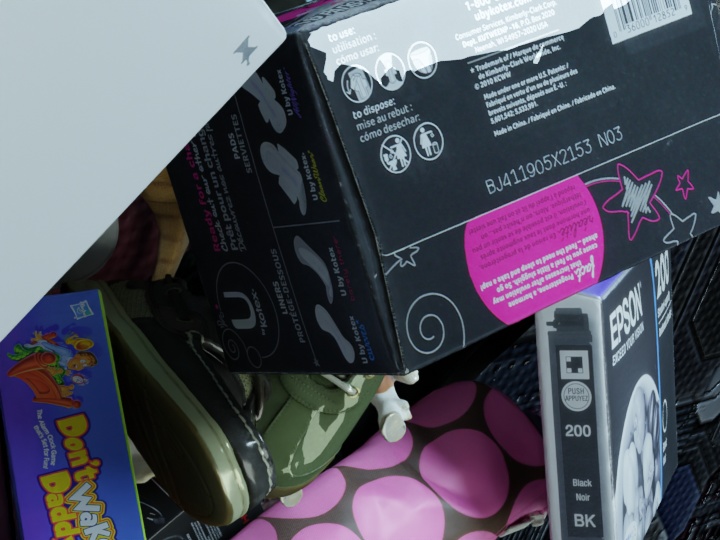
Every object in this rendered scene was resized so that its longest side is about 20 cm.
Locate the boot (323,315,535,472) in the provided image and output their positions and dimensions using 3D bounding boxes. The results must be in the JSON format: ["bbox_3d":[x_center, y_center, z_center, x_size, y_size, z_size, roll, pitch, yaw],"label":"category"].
[{"bbox_3d":[0.035,0.019,1.271,0.200,0.066,0.165,-42,155,-8],"label":"boot"}]

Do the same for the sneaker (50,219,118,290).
[{"bbox_3d":[-0.141,-0.027,0.977,0.075,0.100,0.200,-57,154,-6],"label":"sneaker"}]

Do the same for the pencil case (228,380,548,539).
[{"bbox_3d":[0.013,0.134,1.207,0.200,0.094,0.091,-33,168,-35],"label":"pencil case"}]

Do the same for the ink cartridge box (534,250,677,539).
[{"bbox_3d":[0.128,0.035,1.240,0.198,0.043,0.200,-39,125,-69],"label":"ink cartridge box"}]

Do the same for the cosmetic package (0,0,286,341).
[{"bbox_3d":[-0.172,-0.083,0.797,0.199,0.200,0.123,-48,147,-5],"label":"cosmetic package"}]

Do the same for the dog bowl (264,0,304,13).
[{"bbox_3d":[-0.035,-0.179,0.984,0.200,0.074,0.200,-31,142,-28],"label":"dog bowl"}]

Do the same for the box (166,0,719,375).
[{"bbox_3d":[0.036,-0.053,0.913,0.200,0.115,0.132,-24,101,-36],"label":"box"}]

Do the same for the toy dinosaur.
[{"bbox_3d":[-0.082,-0.048,1.083,0.106,0.060,0.200,-33,152,-15],"label":"toy dinosaur"}]

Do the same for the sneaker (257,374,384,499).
[{"bbox_3d":[0.000,0.000,1.020,0.200,0.067,0.090,-63,-170,-18],"label":"sneaker"}]

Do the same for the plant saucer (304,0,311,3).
[{"bbox_3d":[0.042,-0.173,0.980,0.201,0.039,0.201,-31,142,-28],"label":"plant saucer"}]

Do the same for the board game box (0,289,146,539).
[{"bbox_3d":[-0.114,0.118,0.954,0.045,0.135,0.200,-8,149,-10],"label":"board game box"}]

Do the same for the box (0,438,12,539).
[{"bbox_3d":[-0.229,0.105,0.952,0.176,0.097,0.200,-8,135,-11],"label":"box"}]

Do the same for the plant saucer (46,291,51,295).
[{"bbox_3d":[-0.208,0.079,1.072,0.200,0.034,0.200,-32,144,-27],"label":"plant saucer"}]

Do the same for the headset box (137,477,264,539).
[{"bbox_3d":[-0.139,0.175,1.210,0.200,0.077,0.149,-39,145,-16],"label":"headset box"}]

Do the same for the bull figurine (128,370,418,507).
[{"bbox_3d":[-0.058,0.063,1.114,0.200,0.121,0.065,-37,126,-31],"label":"bull figurine"}]

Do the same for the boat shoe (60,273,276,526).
[{"bbox_3d":[-0.069,0.040,0.971,0.066,0.201,0.072,-22,112,-15],"label":"boat shoe"}]

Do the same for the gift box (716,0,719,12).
[{"bbox_3d":[0.233,-0.193,1.133,0.187,0.200,0.185,-53,154,-44],"label":"gift box"}]
